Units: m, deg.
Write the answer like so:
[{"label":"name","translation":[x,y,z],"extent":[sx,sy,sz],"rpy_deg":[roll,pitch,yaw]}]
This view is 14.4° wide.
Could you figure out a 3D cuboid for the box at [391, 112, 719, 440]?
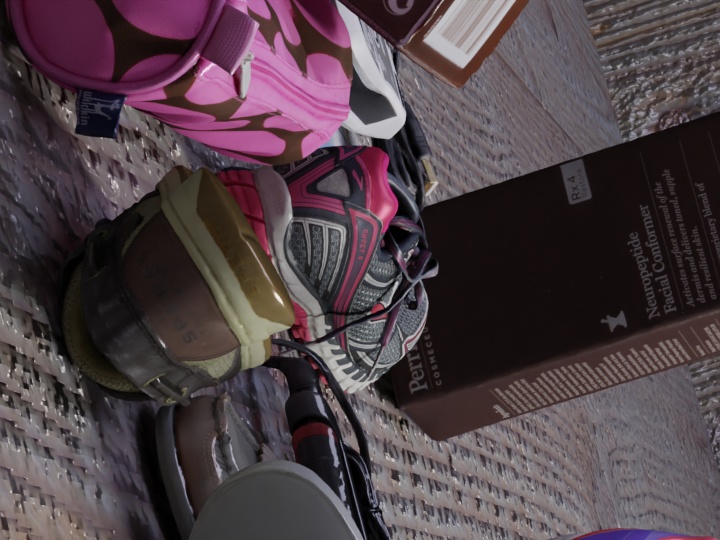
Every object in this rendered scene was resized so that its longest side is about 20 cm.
[{"label":"box","translation":[0.109,0.003,1.407],"extent":[0.075,0.199,0.101],"rpy_deg":[41,33,-66]}]

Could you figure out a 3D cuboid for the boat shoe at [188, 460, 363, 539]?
[{"label":"boat shoe","translation":[-0.013,0.156,0.953],"extent":[0.064,0.070,0.201],"rpy_deg":[-57,137,-75]}]

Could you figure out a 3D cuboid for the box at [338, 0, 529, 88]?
[{"label":"box","translation":[-0.025,-0.163,1.107],"extent":[0.200,0.075,0.100],"rpy_deg":[38,5,15]}]

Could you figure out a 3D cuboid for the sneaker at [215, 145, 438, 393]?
[{"label":"sneaker","translation":[0.000,0.000,1.235],"extent":[0.200,0.074,0.081],"rpy_deg":[41,33,-72]}]

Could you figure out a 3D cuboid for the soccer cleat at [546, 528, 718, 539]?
[{"label":"soccer cleat","translation":[0.084,0.141,1.065],"extent":[0.200,0.073,0.069],"rpy_deg":[-33,106,-67]}]

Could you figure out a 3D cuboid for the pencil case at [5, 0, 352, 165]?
[{"label":"pencil case","translation":[-0.057,-0.085,1.028],"extent":[0.200,0.093,0.091],"rpy_deg":[10,98,-76]}]

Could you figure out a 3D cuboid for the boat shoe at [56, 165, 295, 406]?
[{"label":"boat shoe","translation":[-0.067,0.008,0.914],"extent":[0.074,0.065,0.200],"rpy_deg":[63,-8,3]}]

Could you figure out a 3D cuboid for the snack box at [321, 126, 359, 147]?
[{"label":"snack box","translation":[-0.036,-0.081,1.313],"extent":[0.200,0.024,0.072],"rpy_deg":[57,19,-55]}]

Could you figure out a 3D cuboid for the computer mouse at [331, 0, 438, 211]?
[{"label":"computer mouse","translation":[-0.009,-0.096,1.298],"extent":[0.200,0.044,0.110],"rpy_deg":[54,21,-71]}]

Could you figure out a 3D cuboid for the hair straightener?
[{"label":"hair straightener","translation":[-0.006,0.121,1.138],"extent":[0.077,0.041,0.201],"rpy_deg":[43,28,-70]}]

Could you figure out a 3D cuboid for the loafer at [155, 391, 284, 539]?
[{"label":"loafer","translation":[-0.011,0.122,1.012],"extent":[0.072,0.063,0.201],"rpy_deg":[-86,157,-61]}]
